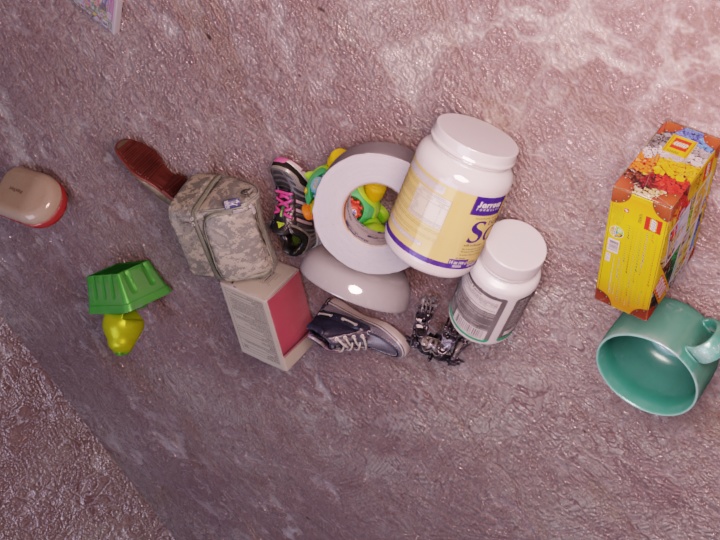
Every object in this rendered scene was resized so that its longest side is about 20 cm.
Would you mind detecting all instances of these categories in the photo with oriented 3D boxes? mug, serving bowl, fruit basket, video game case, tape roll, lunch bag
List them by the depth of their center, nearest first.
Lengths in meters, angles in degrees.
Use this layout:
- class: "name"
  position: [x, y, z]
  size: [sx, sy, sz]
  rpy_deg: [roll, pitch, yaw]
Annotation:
- class: "mug"
  position: [0.439, 0.115, 1.472]
  size: [0.185, 0.114, 0.152]
  rpy_deg: [13, 135, 38]
- class: "tape roll"
  position: [0.028, -0.097, 1.640]
  size: [0.200, 0.066, 0.200]
  rpy_deg: [3, 113, 8]
- class: "serving bowl"
  position: [0.000, 0.000, 1.792]
  size: [0.200, 0.200, 0.066]
  rpy_deg: [28, 106, 24]
- class: "video game case"
  position: [-0.505, -0.533, 1.879]
  size: [0.200, 0.018, 0.143]
  rpy_deg: [40, 147, 8]
- class: "lunch bag"
  position: [-0.250, -0.081, 1.999]
  size: [0.168, 0.139, 0.200]
  rpy_deg: [6, 134, 22]
- class: "fruit basket"
  position: [-0.550, 0.090, 2.480]
  size: [0.216, 0.155, 0.216]
  rpy_deg: [26, 129, 37]

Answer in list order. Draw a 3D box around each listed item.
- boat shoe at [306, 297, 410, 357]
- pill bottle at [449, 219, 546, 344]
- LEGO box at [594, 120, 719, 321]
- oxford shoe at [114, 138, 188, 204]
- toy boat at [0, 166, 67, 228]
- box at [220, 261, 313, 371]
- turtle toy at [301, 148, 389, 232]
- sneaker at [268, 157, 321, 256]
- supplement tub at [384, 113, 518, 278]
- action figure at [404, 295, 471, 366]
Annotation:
- class: "boat shoe"
  position: [-0.010, 0.132, 1.998]
  size: [0.200, 0.093, 0.075]
  rpy_deg: [25, 142, 28]
- class: "pill bottle"
  position: [0.212, 0.018, 1.614]
  size: [0.113, 0.113, 0.200]
  rpy_deg: [36, 146, 13]
- class: "LEGO box"
  position: [0.372, -0.061, 1.321]
  size: [0.077, 0.149, 0.200]
  rpy_deg: [26, 143, 26]
- class: "oxford shoe"
  position: [-0.420, -0.186, 2.121]
  size: [0.200, 0.070, 0.075]
  rpy_deg: [41, 152, 7]
- class: "toy boat"
  position: [-0.772, -0.162, 2.509]
  size: [0.200, 0.131, 0.131]
  rpy_deg: [18, 169, 36]
- class: "box"
  position: [-0.183, 0.083, 2.118]
  size: [0.128, 0.109, 0.200]
  rpy_deg: [21, 140, 32]
- class: "turtle toy"
  position: [-0.020, -0.098, 1.750]
  size: [0.200, 0.101, 0.146]
  rpy_deg: [39, 147, 9]
- class: "sneaker"
  position: [-0.125, -0.106, 1.868]
  size: [0.074, 0.087, 0.200]
  rpy_deg: [17, 138, 36]
- class: "supplement tub"
  position: [0.130, -0.107, 1.494]
  size: [0.145, 0.145, 0.200]
  rpy_deg: [33, 121, 18]
- class: "action figure"
  position: [0.139, 0.107, 1.810]
  size: [0.119, 0.102, 0.200]
  rpy_deg: [29, 171, 9]
